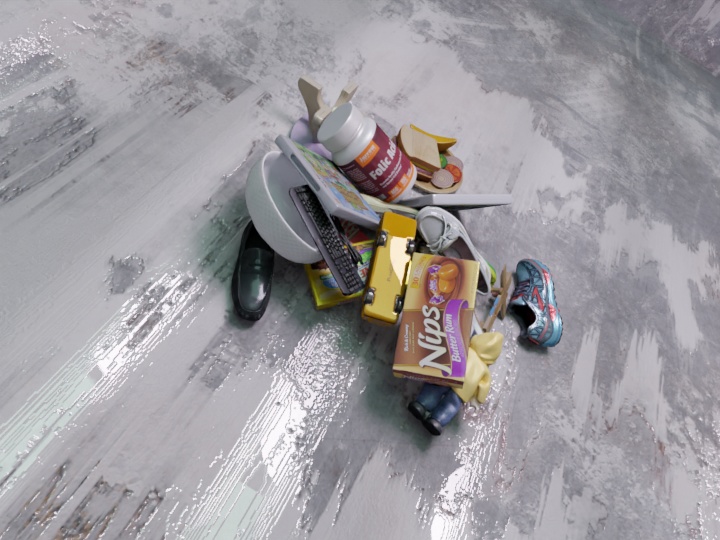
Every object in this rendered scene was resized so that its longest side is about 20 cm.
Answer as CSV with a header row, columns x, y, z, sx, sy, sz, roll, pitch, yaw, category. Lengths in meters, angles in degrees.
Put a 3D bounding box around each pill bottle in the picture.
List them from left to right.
x,y,z,sx,sy,sz,roll,pitch,yaw,category
0.014,-0.230,1.148,0.199,0.113,0.116,40,41,-32,pill bottle

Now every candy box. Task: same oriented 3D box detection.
x,y,z,sx,sy,sz,roll,pitch,yaw,category
0.000,0.000,1.046,0.196,0.026,0.104,-13,73,-17,candy box
0.125,0.080,0.935,0.114,0.057,0.203,9,68,11,candy box

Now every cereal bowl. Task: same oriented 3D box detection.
x,y,z,sx,sy,sz,roll,pitch,yaw,category
-0.127,-0.096,0.984,0.200,0.083,0.202,45,27,-30,cereal bowl

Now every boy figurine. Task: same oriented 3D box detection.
x,y,z,sx,sy,sz,roll,pitch,yaw,category
0.163,0.172,0.958,0.124,0.065,0.200,40,72,10,boy figurine

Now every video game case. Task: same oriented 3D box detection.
x,y,z,sx,sy,sz,roll,pitch,yaw,category
-0.050,-0.155,1.044,0.183,0.022,0.199,53,17,21,video game case
0.180,-0.140,1.188,0.197,0.181,0.024,-3,93,-27,video game case

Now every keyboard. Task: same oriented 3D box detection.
x,y,z,sx,sy,sz,roll,pitch,yaw,category
-0.046,-0.057,0.979,0.202,0.020,0.127,62,23,0,keyboard

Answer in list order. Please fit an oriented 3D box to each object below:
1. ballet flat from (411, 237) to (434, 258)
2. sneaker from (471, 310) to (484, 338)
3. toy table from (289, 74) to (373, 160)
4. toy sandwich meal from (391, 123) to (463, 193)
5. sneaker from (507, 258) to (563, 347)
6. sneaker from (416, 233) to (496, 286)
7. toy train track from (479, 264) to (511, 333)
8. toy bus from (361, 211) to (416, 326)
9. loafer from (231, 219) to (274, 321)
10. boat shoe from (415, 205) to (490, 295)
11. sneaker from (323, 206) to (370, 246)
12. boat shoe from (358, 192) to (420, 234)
x,y,z,sx,sy,sz,roll,pitch,yaw,category
0.122,0.019,1.094,0.067,0.076,0.203,11,52,-20,ballet flat
0.157,0.104,1.027,0.107,0.070,0.203,-22,99,-19,sneaker
-0.068,-0.322,1.235,0.181,0.118,0.202,24,48,-7,toy table
0.160,-0.265,1.330,0.201,0.071,0.208,13,51,-16,toy sandwich meal
0.346,0.056,1.173,0.094,0.080,0.203,7,53,-18,sneaker
0.209,-0.047,1.187,0.199,0.074,0.083,42,53,9,sneaker
0.256,0.063,1.114,0.032,0.117,0.200,7,33,25,toy train track
0.047,-0.002,0.999,0.064,0.078,0.203,16,67,-7,toy bus
-0.181,-0.010,0.975,0.067,0.071,0.203,9,52,-15,loafer
0.180,-0.037,1.089,0.203,0.074,0.065,50,16,-15,boat shoe
-0.048,-0.095,1.092,0.199,0.087,0.074,40,49,6,sneaker
0.056,-0.097,1.147,0.197,0.072,0.067,18,76,9,boat shoe
